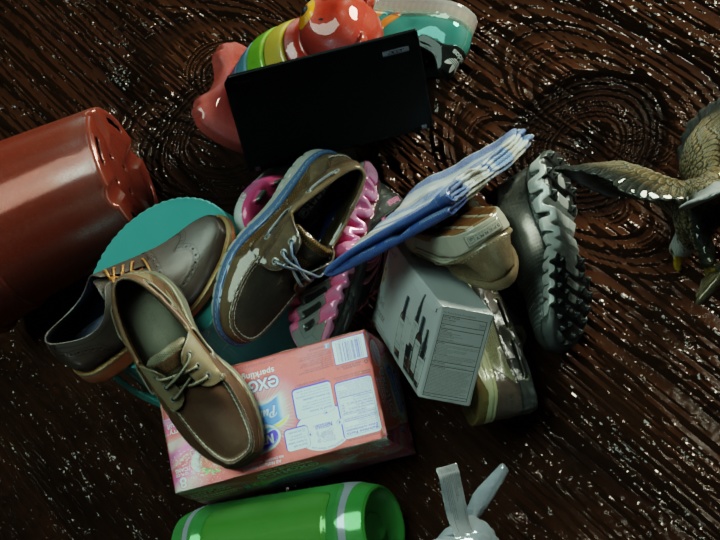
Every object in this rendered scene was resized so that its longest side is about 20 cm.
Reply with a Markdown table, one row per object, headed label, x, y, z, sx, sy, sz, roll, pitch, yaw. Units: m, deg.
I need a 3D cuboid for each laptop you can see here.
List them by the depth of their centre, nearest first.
| label | x | y | z | sx | sy | sz | roll | pitch | yaw |
| --- | --- | --- | --- | --- | --- | --- | --- | --- | --- |
| laptop | -0.031 | -0.162 | 1.717 | 0.177 | 0.103 | 0.200 | -14 | 13 | -1 |

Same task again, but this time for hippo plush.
| label | x | y | z | sx | sy | sz | roll | pitch | yaw |
| --- | --- | --- | --- | --- | --- | --- | --- | --- | --- |
| hippo plush | 0.036 | 0.272 | 1.472 | 0.161 | 0.159 | 0.200 | -26 | 70 | 35 |

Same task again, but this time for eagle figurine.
| label | x | y | z | sx | sy | sz | roll | pitch | yaw |
| --- | --- | --- | --- | --- | --- | --- | --- | --- | --- |
| eagle figurine | 0.268 | -0.064 | 1.536 | 0.151 | 0.152 | 0.200 | -50 | 49 | 27 |

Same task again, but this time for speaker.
| label | x | y | z | sx | sy | sz | roll | pitch | yaw |
| --- | --- | --- | --- | --- | --- | --- | --- | --- | --- |
| speaker | -0.064 | 0.236 | 1.616 | 0.200 | 0.088 | 0.088 | -12 | 57 | 29 |

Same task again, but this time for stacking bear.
| label | x | y | z | sx | sy | sz | roll | pitch | yaw |
| --- | --- | --- | --- | --- | --- | --- | --- | --- | --- |
| stacking bear | -0.056 | -0.201 | 1.809 | 0.200 | 0.114 | 0.121 | -33 | 31 | 45 |

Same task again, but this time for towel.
| label | x | y | z | sx | sy | sz | roll | pitch | yaw |
| --- | --- | --- | --- | --- | --- | --- | --- | --- | --- |
| towel | 0.060 | -0.061 | 1.620 | 0.147 | 0.024 | 0.200 | -29 | 6 | 32 |

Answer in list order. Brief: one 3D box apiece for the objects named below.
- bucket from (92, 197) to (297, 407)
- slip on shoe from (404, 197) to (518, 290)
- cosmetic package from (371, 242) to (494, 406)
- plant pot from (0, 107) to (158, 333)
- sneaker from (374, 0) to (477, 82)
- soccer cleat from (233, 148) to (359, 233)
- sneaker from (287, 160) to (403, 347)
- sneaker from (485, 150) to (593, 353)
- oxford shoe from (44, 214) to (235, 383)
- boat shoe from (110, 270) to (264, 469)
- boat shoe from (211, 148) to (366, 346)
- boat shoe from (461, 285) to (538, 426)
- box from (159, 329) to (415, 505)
| label | x | y | z | sx | sy | sz | roll | pitch | yaw |
| --- | --- | --- | --- | --- | --- | --- | --- | --- | --- |
| bucket | -0.153 | 0.038 | 1.762 | 0.207 | 0.135 | 0.207 | -17 | 55 | 26 |
| slip on shoe | 0.090 | -0.023 | 1.595 | 0.076 | 0.061 | 0.200 | -33 | 11 | -10 |
| cosmetic package | 0.058 | 0.041 | 1.591 | 0.200 | 0.051 | 0.083 | -125 | 49 | -71 |
| plant pot | -0.326 | -0.064 | 1.919 | 0.195 | 0.201 | 0.201 | -24 | 52 | 12 |
| sneaker | 0.016 | -0.222 | 1.842 | 0.200 | 0.071 | 0.080 | 2 | 61 | 34 |
| soccer cleat | -0.073 | -0.067 | 1.766 | 0.086 | 0.070 | 0.200 | -14 | 14 | 36 |
| sneaker | 0.000 | 0.000 | 1.700 | 0.079 | 0.095 | 0.200 | -14 | 49 | 46 |
| sneaker | 0.149 | -0.007 | 1.628 | 0.090 | 0.066 | 0.200 | -24 | 51 | 30 |
| oxford shoe | -0.196 | 0.018 | 1.662 | 0.200 | 0.073 | 0.071 | -44 | 48 | 5 |
| boat shoe | -0.155 | 0.085 | 1.581 | 0.076 | 0.072 | 0.200 | -39 | 75 | 6 |
| boat shoe | -0.063 | -0.022 | 1.647 | 0.072 | 0.072 | 0.200 | 11 | 70 | 56 |
| boat shoe | 0.111 | 0.061 | 1.613 | 0.065 | 0.073 | 0.200 | 4 | 40 | -10 |
| box | -0.064 | 0.133 | 1.633 | 0.200 | 0.095 | 0.103 | -17 | 71 | 13 |
